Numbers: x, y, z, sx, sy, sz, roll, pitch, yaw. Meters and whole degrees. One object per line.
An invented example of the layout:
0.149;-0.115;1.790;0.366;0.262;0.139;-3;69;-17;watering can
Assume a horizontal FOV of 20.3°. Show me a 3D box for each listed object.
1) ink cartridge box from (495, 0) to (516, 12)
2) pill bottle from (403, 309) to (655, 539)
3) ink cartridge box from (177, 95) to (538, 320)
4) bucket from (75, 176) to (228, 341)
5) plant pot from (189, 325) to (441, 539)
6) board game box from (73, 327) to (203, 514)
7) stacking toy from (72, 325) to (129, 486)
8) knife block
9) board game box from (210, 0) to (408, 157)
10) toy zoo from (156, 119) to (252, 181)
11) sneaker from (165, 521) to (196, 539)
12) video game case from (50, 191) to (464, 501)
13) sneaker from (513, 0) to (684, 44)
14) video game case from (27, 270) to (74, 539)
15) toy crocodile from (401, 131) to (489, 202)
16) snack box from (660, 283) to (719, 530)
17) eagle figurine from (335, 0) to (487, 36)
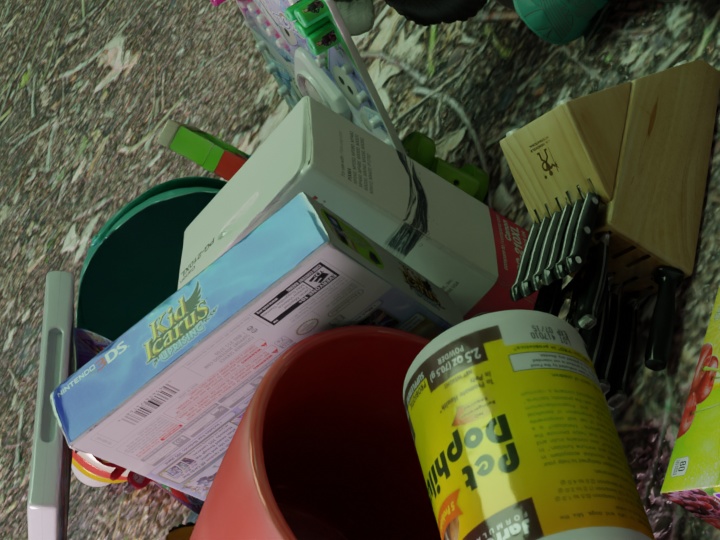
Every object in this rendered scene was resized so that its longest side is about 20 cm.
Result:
0.129;-0.288;1.429;0.177;0.045;0.200;-61;-20;1;ink cartridge box
0.094;0.128;1.073;0.109;0.109;0.201;-44;45;31;pill bottle
0.000;0.000;1.319;0.145;0.199;0.085;-45;28;29;ink cartridge box
-0.123;0.028;1.536;0.208;0.206;0.135;-59;16;2;bucket
-0.010;0.161;1.195;0.177;0.199;0.201;-51;23;45;plant pot
-0.153;0.127;1.414;0.039;0.158;0.200;-47;-14;-24;board game box
-0.207;0.131;1.711;0.200;0.145;0.147;126;162;-60;stacking toy
0.167;-0.021;1.208;0.199;0.177;0.064;-20;-5;-42;knife block
-0.032;-0.120;1.404;0.026;0.201;0.200;-33;28;-13;board game box
-0.050;-0.055;1.502;0.021;0.199;0.131;-62;-4;4;toy zoo
-0.083;0.217;1.410;0.200;0.077;0.083;-34;41;59;sneaker
-0.057;0.057;1.217;0.200;0.181;0.046;-37;56;13;video game case
0.162;-0.200;1.365;0.121;0.083;0.200;-46;20;18;sneaker
-0.216;0.131;1.416;0.200;0.023;0.183;103;168;-56;video game case
0.034;-0.061;1.484;0.062;0.067;0.200;-64;24;-8;toy crocodile
0.249;0.035;0.957;0.200;0.067;0.170;-18;47;54;snack box
0.017;-0.246;1.456;0.150;0.153;0.200;-15;-1;8;eagle figurine
